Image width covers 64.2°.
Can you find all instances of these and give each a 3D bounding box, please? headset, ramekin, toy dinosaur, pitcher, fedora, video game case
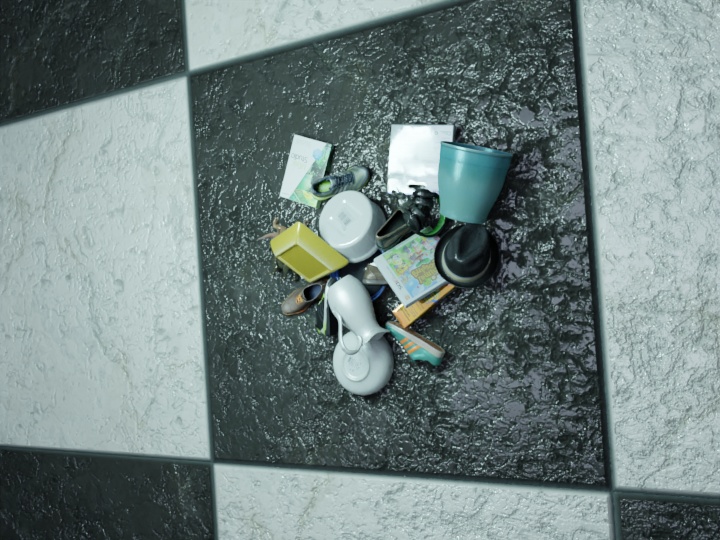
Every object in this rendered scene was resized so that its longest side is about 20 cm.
[{"bbox_3d":[0.166,-0.170,1.588,0.126,0.197,0.094,-64,27,-2],"label":"headset"},{"bbox_3d":[-0.029,-0.136,1.704,0.195,0.098,0.206,-9,67,21],"label":"ramekin"},{"bbox_3d":[-0.236,-0.026,1.843,0.197,0.076,0.105,29,115,25],"label":"toy dinosaur"},{"bbox_3d":[-0.027,0.129,1.648,0.121,0.170,0.203,-39,81,46],"label":"pitcher"},{"bbox_3d":[-0.216,-0.091,1.795,0.137,0.194,0.087,-108,32,-47],"label":"toy dinosaur"},{"bbox_3d":[0.290,-0.058,1.549,0.194,0.092,0.206,-1,60,1],"label":"fedora"},{"bbox_3d":[0.162,-0.014,1.615,0.197,0.022,0.184,-30,57,-9],"label":"video game case"}]

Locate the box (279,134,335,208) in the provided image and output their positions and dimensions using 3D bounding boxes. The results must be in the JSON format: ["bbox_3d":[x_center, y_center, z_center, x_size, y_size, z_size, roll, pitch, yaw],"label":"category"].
[{"bbox_3d":[-0.170,-0.315,1.831,0.141,0.036,0.206,18,99,22],"label":"box"}]

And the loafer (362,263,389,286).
[{"bbox_3d":[0.103,0.009,1.664,0.193,0.073,0.073,1,86,-5],"label":"loafer"}]

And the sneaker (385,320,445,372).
[{"bbox_3d":[0.147,0.222,1.677,0.197,0.071,0.082,31,103,22],"label":"sneaker"}]

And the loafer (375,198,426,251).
[{"bbox_3d":[0.117,-0.143,1.649,0.071,0.063,0.201,36,78,29],"label":"loafer"}]

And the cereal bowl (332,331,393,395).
[{"bbox_3d":[-0.001,0.280,1.738,0.194,0.083,0.207,1,92,23],"label":"cereal bowl"}]

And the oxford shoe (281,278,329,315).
[{"bbox_3d":[-0.183,0.082,1.821,0.197,0.073,0.073,-32,79,21],"label":"oxford shoe"}]

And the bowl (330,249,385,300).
[{"bbox_3d":[0.000,0.000,1.757,0.195,0.039,0.208,0,91,24],"label":"bowl"}]

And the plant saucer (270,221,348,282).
[{"bbox_3d":[-0.163,-0.038,1.714,0.199,0.049,0.198,38,148,-20],"label":"plant saucer"}]

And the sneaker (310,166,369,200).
[{"bbox_3d":[-0.064,-0.264,1.746,0.195,0.081,0.076,-21,92,8],"label":"sneaker"}]

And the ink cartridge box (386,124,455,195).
[{"bbox_3d":[0.176,-0.320,1.674,0.194,0.040,0.207,7,95,24],"label":"ink cartridge box"}]

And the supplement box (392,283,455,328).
[{"bbox_3d":[0.188,0.080,1.659,0.199,0.069,0.067,-42,76,15],"label":"supplement box"}]

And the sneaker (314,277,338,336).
[{"bbox_3d":[-0.112,0.112,1.768,0.081,0.071,0.205,21,119,28],"label":"sneaker"}]

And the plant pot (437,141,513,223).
[{"bbox_3d":[0.293,-0.234,1.547,0.195,0.199,0.194,17,107,22],"label":"plant pot"}]
